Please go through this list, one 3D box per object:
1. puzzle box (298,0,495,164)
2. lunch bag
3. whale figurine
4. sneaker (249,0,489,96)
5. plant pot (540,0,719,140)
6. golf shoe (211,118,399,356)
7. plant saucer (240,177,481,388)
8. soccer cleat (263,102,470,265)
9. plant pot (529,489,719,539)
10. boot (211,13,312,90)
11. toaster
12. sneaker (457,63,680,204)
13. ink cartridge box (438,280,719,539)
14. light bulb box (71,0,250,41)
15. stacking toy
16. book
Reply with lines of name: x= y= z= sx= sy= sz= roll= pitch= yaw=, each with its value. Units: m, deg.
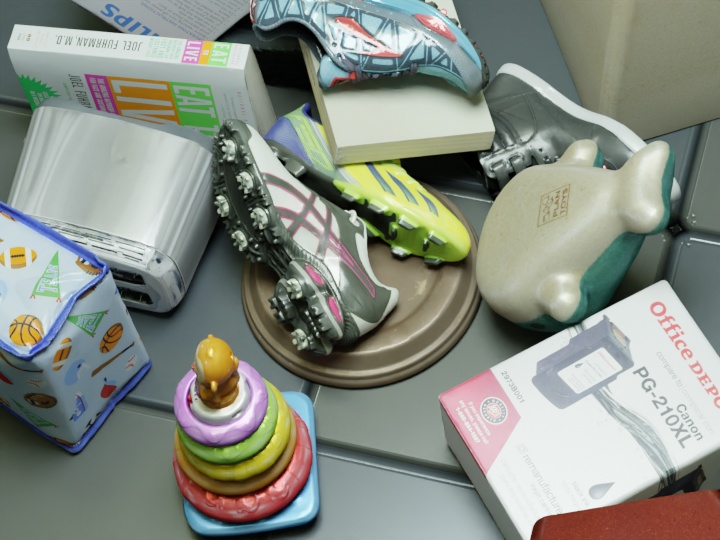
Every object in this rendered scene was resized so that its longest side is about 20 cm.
puzzle box: x=0.021 y=-0.176 z=1.735 sx=0.132 sy=0.025 sz=0.201 roll=-6 pitch=56 yaw=-13
lunch bag: x=-0.284 y=0.028 z=1.660 sx=0.200 sy=0.170 sz=0.124 roll=32 pitch=67 yaw=22
whale figurine: x=0.178 y=-0.025 z=1.628 sx=0.104 sy=0.200 sz=0.160 roll=28 pitch=54 yaw=-28
sneaker: x=0.004 y=-0.175 z=1.684 sx=0.199 sy=0.079 sz=0.096 roll=27 pitch=78 yaw=9
plant pot: x=0.258 y=-0.250 z=1.743 sx=0.199 sy=0.177 sz=0.201 roll=-16 pitch=60 yaw=-2
golf shoe: x=-0.049 y=-0.033 z=1.672 sx=0.088 sy=0.077 sz=0.201 roll=-25 pitch=84 yaw=-30
plant saucer: x=0.000 y=0.000 z=1.719 sx=0.199 sy=0.030 sz=0.201 roll=-4 pitch=60 yaw=6
soccer cleat: x=0.011 y=-0.074 z=1.708 sx=0.200 sy=0.065 sz=0.084 roll=29 pitch=63 yaw=22
plant pot: x=0.201 y=0.265 z=1.451 sx=0.199 sy=0.200 sz=0.177 roll=-9 pitch=48 yaw=3
boot: x=-0.027 y=-0.239 z=1.833 sx=0.199 sy=0.076 sz=0.169 roll=10 pitch=65 yaw=20
toaster: x=-0.194 y=-0.050 z=1.727 sx=0.199 sy=0.114 sz=0.130 roll=14 pitch=66 yaw=11
sneaker: x=0.160 y=-0.083 z=1.725 sx=0.200 sy=0.071 sz=0.099 roll=35 pitch=71 yaw=30
ink cartridge box: x=0.180 y=0.120 z=1.591 sx=0.199 sy=0.084 sz=0.145 roll=-27 pitch=61 yaw=-8
light bulb box: x=-0.129 y=-0.315 z=1.794 sx=0.200 sy=0.125 sz=0.199 roll=-33 pitch=38 yaw=37
stacking toy: x=-0.097 y=0.107 z=1.569 sx=0.109 sy=0.200 sz=0.117 roll=-7 pitch=60 yaw=4
book: x=-0.179 y=-0.149 z=1.769 sx=0.199 sy=0.134 sz=0.048 roll=6 pitch=61 yaw=11
